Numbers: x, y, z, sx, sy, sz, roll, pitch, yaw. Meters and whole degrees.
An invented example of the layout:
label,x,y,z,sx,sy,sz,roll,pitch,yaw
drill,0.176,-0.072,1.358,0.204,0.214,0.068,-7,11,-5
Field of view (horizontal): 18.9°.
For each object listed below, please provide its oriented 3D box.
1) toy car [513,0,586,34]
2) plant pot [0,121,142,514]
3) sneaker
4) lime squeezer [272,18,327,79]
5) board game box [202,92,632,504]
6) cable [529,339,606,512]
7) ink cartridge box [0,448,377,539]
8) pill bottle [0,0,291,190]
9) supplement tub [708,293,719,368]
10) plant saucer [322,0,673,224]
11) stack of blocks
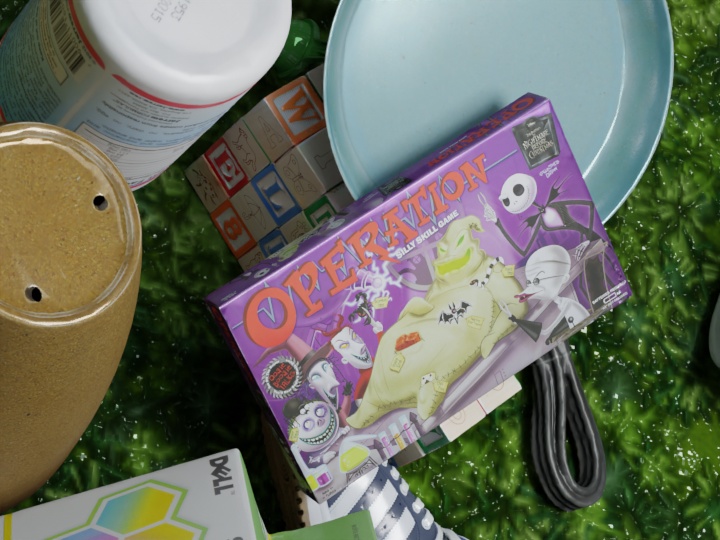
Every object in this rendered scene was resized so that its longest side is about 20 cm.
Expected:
label,x,y,z,sx,sy,sz,roll,pitch,yaw
toy car,0.069,-0.152,1.171,0.157,0.201,0.164,21,49,24
plant pot,-0.180,0.010,1.004,0.185,0.200,0.188,9,70,-24
sneaker,0.018,0.127,1.130,0.108,0.070,0.202,-14,87,-13
lime squeezer,-0.055,-0.136,1.182,0.199,0.071,0.038,23,63,25
board game box,0.032,0.013,1.077,0.199,0.032,0.121,-33,109,-14
cable,0.096,0.037,1.248,0.097,0.050,0.202,-27,99,-49
ink cartridge box,-0.089,0.144,1.009,0.198,0.104,0.060,-15,117,-2
pill bottle,-0.120,-0.102,1.073,0.108,0.200,0.110,9,69,-25
supplement tub,0.321,0.055,1.286,0.199,0.144,0.145,31,61,-15
plant saucer,0.068,-0.099,1.095,0.198,0.027,0.202,-5,103,-23
stack of blocks,0.000,0.000,1.152,0.058,0.115,0.201,-32,90,-32
